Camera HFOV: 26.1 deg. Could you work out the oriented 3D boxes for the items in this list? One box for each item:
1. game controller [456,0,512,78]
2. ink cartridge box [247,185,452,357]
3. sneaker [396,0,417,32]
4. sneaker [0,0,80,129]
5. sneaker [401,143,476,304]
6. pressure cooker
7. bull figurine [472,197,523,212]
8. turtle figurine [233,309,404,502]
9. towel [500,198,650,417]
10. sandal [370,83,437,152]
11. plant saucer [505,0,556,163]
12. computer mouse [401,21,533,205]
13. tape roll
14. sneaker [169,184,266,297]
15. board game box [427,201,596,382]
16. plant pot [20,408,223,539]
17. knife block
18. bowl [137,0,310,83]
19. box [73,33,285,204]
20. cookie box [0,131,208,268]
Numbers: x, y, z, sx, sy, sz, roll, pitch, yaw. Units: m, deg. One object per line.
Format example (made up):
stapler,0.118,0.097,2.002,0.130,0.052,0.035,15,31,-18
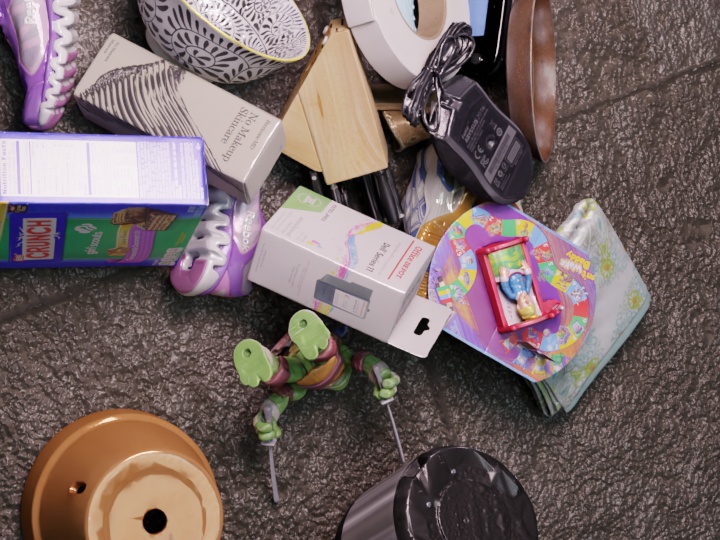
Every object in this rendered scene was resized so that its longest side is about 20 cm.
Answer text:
game controller,0.123,-0.310,1.721,0.042,0.104,0.201,19,77,-59
ink cartridge box,0.000,0.000,1.577,0.199,0.117,0.068,24,121,6
sneaker,0.039,-0.304,1.692,0.082,0.074,0.201,-23,94,-20
sneaker,-0.324,-0.241,1.525,0.088,0.080,0.201,5,94,-4
sneaker,0.080,-0.049,1.695,0.075,0.088,0.201,24,72,-26
pressure cooker,0.071,0.291,1.622,0.176,0.200,0.179,37,51,-10
bull figurine,0.149,-0.034,1.739,0.121,0.065,0.201,31,81,-27
turtle figurine,-0.040,0.129,1.576,0.194,0.143,0.201,44,54,-62
towel,0.241,0.046,1.753,0.200,0.048,0.171,-51,133,-18
sandal,0.037,-0.166,1.706,0.211,0.078,0.070,8,115,-17
plant saucer,0.189,-0.219,1.721,0.034,0.200,0.201,1,87,14
computer mouse,0.111,-0.150,1.631,0.200,0.053,0.139,50,58,-31
tape roll,0.047,-0.290,1.626,0.202,0.037,0.204,18,67,-51
sneaker,-0.129,-0.058,1.613,0.088,0.080,0.201,24,73,-37
board game box,0.172,0.019,1.651,0.200,0.039,0.158,30,76,-16
plant pot,-0.220,0.238,1.521,0.199,0.140,0.201,2,86,-24
knife block,0.001,-0.141,1.632,0.175,0.064,0.200,27,110,-12
bowl,-0.158,-0.254,1.576,0.200,0.201,0.094,33,119,-20
box,-0.179,-0.151,1.547,0.199,0.068,0.082,26,76,9
cookie box,-0.261,-0.064,1.486,0.199,0.171,0.076,0,70,-18
